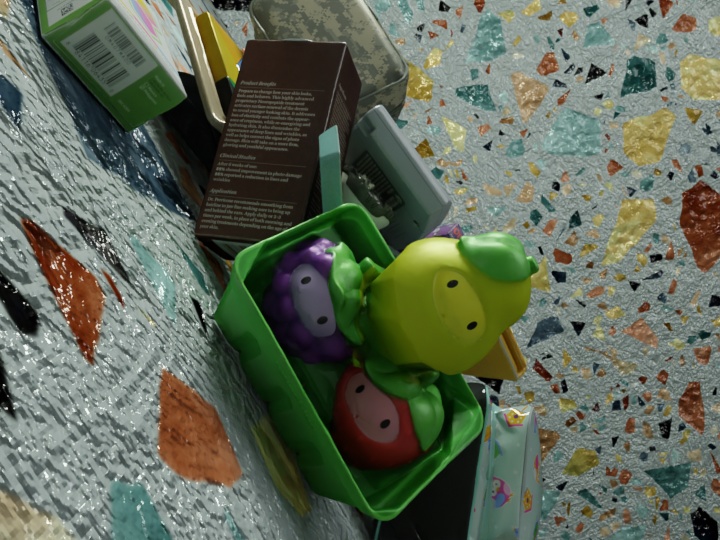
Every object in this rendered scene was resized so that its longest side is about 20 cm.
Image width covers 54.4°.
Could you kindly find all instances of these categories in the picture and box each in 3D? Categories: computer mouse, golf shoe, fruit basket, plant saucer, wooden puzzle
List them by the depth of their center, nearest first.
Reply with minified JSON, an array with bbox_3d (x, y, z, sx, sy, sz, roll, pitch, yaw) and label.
[{"bbox_3d":[0.019,0.047,0.489,0.155,0.216,0.216,-29,89,-43],"label":"fruit basket"},{"bbox_3d":[-0.022,-0.017,0.600,0.070,0.019,0.200,-98,-176,-61],"label":"plant saucer"},{"bbox_3d":[-0.028,-0.054,0.723,0.077,0.088,0.200,47,-12,-15],"label":"golf shoe"},{"bbox_3d":[-0.132,-0.195,0.765,0.200,0.037,0.185,66,10,21],"label":"wooden puzzle"},{"bbox_3d":[-0.151,-0.146,0.776,0.200,0.053,0.139,52,14,-6],"label":"computer mouse"}]

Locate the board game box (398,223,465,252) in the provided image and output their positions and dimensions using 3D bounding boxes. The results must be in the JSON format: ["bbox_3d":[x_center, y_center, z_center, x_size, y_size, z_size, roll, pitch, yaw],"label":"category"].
[{"bbox_3d":[0.070,0.013,0.861,0.200,0.032,0.120,-9,-60,52],"label":"board game box"}]

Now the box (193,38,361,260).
[{"bbox_3d":[-0.071,-0.106,0.638,0.075,0.100,0.200,52,48,-68],"label":"box"}]

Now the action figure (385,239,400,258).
[{"bbox_3d":[0.000,0.000,0.760,0.149,0.134,0.200,46,11,29],"label":"action figure"}]

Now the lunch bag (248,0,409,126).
[{"bbox_3d":[-0.040,-0.235,0.863,0.200,0.139,0.168,57,-12,15],"label":"lunch bag"}]

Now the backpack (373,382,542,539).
[{"bbox_3d":[0.096,0.205,0.674,0.200,0.153,0.176,75,21,-66],"label":"backpack"}]

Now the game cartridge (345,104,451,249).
[{"bbox_3d":[0.025,-0.086,0.746,0.133,0.042,0.200,50,-15,-5],"label":"game cartridge"}]

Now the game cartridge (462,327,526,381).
[{"bbox_3d":[0.104,0.060,0.924,0.200,0.032,0.176,0,-57,52],"label":"game cartridge"}]

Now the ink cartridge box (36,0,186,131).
[{"bbox_3d":[-0.218,-0.222,0.593,0.200,0.059,0.104,63,5,38],"label":"ink cartridge box"}]
